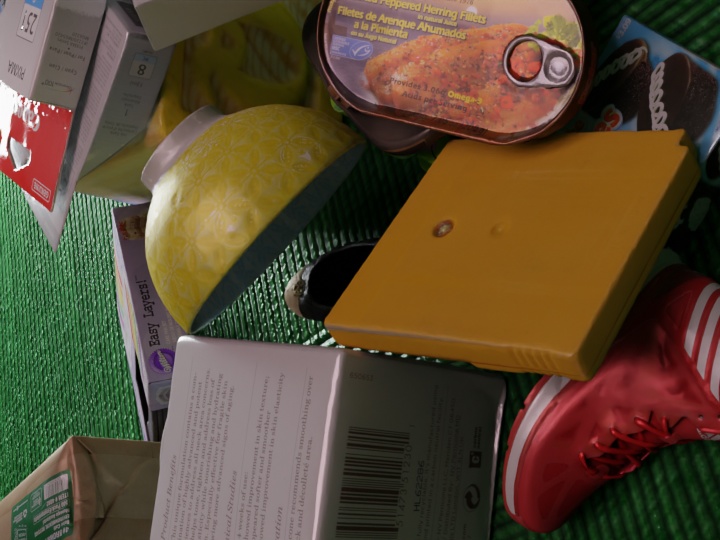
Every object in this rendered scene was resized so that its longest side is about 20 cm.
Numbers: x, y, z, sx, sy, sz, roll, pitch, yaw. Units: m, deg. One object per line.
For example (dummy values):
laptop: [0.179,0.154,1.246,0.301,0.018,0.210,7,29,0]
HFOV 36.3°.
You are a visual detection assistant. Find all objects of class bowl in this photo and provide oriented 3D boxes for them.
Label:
bowl: [-0.100,-0.059,0.830,0.108,0.200,0.200,42,120,2]

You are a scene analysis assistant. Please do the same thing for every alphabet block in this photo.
alphabet block: [-0.148,-0.169,1.001,0.200,0.195,0.197,-12,74,47]

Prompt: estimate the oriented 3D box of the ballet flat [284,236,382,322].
ballet flat: [0.000,0.000,0.891,0.200,0.057,0.067,-16,68,47]

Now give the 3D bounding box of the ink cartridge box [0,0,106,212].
ink cartridge box: [-0.289,-0.162,0.921,0.200,0.045,0.177,29,105,50]

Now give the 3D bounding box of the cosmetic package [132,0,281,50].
cosmetic package: [-0.091,-0.267,0.838,0.199,0.052,0.151,-22,54,-4]

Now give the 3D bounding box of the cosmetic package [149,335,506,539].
cosmetic package: [-0.026,0.142,0.805,0.200,0.166,0.168,1,81,49]

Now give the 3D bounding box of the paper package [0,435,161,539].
paper package: [-0.223,0.241,0.992,0.200,0.190,0.104,-38,55,36]

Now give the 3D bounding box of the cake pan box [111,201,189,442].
cake pan box: [-0.195,0.067,1.046,0.184,0.052,0.201,103,153,-57]

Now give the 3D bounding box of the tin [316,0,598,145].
tin: [0.061,-0.150,0.726,0.199,0.042,0.112,19,110,30]

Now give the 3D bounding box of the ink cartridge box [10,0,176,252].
ink cartridge box: [-0.231,-0.138,0.917,0.160,0.047,0.201,50,124,43]

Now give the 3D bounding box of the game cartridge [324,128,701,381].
game cartridge: [0.093,-0.016,0.680,0.200,0.032,0.177,6,52,46]

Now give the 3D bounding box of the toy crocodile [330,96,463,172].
toy crocodile: [0.036,-0.126,0.871,0.062,0.067,0.200,-57,44,13]

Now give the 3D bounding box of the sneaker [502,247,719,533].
sneaker: [0.167,0.095,0.659,0.115,0.078,0.201,41,113,47]

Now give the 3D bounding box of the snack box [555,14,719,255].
snack box: [0.168,-0.052,0.723,0.116,0.037,0.201,47,117,44]

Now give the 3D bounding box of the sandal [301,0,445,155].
sandal: [0.005,-0.155,0.824,0.082,0.055,0.200,-49,49,15]
